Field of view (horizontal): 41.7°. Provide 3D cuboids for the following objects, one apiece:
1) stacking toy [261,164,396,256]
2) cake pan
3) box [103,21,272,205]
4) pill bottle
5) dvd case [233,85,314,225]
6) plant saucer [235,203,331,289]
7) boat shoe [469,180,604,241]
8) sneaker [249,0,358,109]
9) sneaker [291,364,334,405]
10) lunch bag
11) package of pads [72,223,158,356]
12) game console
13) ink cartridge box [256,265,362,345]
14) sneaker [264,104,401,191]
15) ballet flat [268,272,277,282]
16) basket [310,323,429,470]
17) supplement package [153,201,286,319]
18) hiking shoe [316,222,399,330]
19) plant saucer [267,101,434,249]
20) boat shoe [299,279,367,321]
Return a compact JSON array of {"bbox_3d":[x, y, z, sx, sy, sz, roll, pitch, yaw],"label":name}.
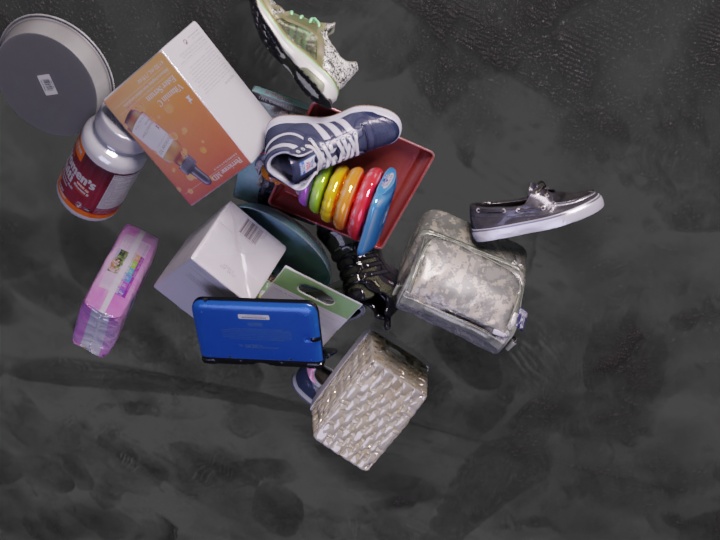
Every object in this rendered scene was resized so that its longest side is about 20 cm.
[{"bbox_3d":[-0.052,-0.119,1.377,0.197,0.117,0.111,21,126,5],"label":"stacking toy"},{"bbox_3d":[-0.480,-0.295,1.470,0.196,0.037,0.203,8,129,11],"label":"cake pan"},{"bbox_3d":[-0.246,-0.227,1.390,0.151,0.107,0.201,-28,109,36],"label":"box"},{"bbox_3d":[-0.396,-0.176,1.484,0.109,0.110,0.200,34,133,-11],"label":"pill bottle"},{"bbox_3d":[-0.115,-0.174,1.463,0.143,0.022,0.202,20,129,1],"label":"dvd case"},{"bbox_3d":[-0.126,-0.043,1.520,0.198,0.028,0.201,28,156,13],"label":"plant saucer"},{"bbox_3d":[0.253,-0.096,1.385,0.196,0.070,0.067,-12,105,22],"label":"boat shoe"},{"bbox_3d":[-0.078,-0.324,1.314,0.201,0.088,0.077,51,166,-4],"label":"sneaker"},{"bbox_3d":[-0.029,0.233,1.726,0.198,0.071,0.082,33,131,-12],"label":"sneaker"},{"bbox_3d":[0.153,0.027,1.442,0.197,0.169,0.140,24,131,-3],"label":"lunch bag"},{"bbox_3d":[-0.415,0.033,1.603,0.075,0.202,0.121,25,135,-11],"label":"package of pads"},{"bbox_3d":[-0.145,0.089,1.482,0.196,0.119,0.173,1,124,9],"label":"game console"},{"bbox_3d":[-0.100,0.061,1.531,0.144,0.049,0.200,26,134,-16],"label":"ink cartridge box"},{"bbox_3d":[-0.041,-0.169,1.314,0.196,0.110,0.071,-3,130,8],"label":"sneaker"},{"bbox_3d":[-0.189,0.081,1.647,0.070,0.065,0.202,34,137,21],"label":"ballet flat"},{"bbox_3d":[0.015,0.221,1.628,0.134,0.124,0.201,33,107,-11],"label":"basket"},{"bbox_3d":[-0.230,-0.005,1.527,0.121,0.121,0.199,39,151,-15],"label":"supplement package"},{"bbox_3d":[0.000,0.000,1.512,0.075,0.101,0.200,-31,113,34],"label":"hiking shoe"},{"bbox_3d":[-0.016,-0.146,1.425,0.197,0.037,0.201,21,128,-11],"label":"plant saucer"},{"bbox_3d":[-0.070,0.072,1.614,0.199,0.065,0.075,-18,121,28],"label":"boat shoe"}]
